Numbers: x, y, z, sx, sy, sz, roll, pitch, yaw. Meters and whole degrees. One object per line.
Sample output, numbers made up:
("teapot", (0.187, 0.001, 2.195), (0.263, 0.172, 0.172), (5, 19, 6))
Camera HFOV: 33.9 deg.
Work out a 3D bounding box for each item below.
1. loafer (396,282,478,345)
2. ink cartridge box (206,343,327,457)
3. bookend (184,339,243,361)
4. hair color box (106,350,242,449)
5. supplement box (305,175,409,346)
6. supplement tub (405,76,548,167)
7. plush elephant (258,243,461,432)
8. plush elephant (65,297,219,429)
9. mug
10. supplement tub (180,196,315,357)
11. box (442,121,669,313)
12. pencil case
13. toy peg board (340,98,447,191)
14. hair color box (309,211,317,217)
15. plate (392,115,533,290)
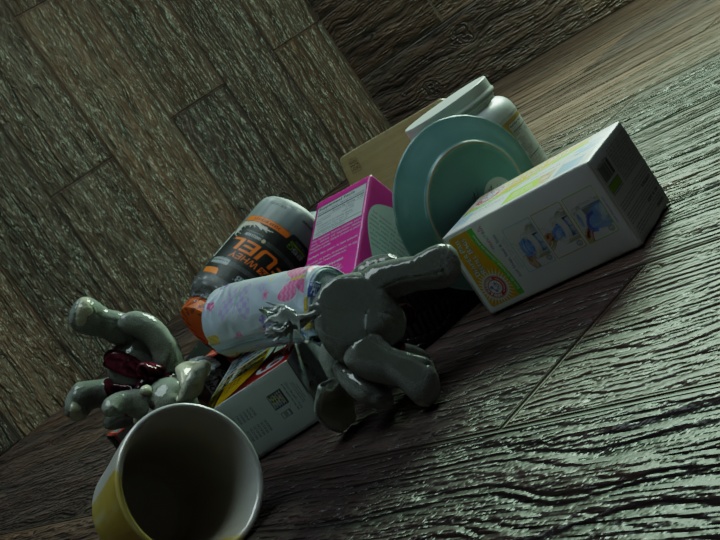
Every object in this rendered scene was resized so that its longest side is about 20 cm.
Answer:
("loafer", (0.085, 0.033, 1.377), (0.199, 0.073, 0.071), (-28, 1, -22))
("ink cartridge box", (-0.121, 0.153, 1.441), (0.175, 0.084, 0.200), (-34, 9, 12))
("bookend", (-0.158, 0.118, 1.759), (0.199, 0.092, 0.199), (-32, 9, 12))
("hair color box", (-0.224, 0.194, 1.566), (0.200, 0.102, 0.061), (-40, 10, -24))
("supplement box", (0.000, 0.000, 1.457), (0.103, 0.101, 0.201), (-24, 42, 39))
("supplement tub", (0.160, -0.128, 1.492), (0.144, 0.201, 0.144), (-34, 8, 6))
("plush elephant", (0.009, 0.076, 1.211), (0.198, 0.166, 0.155), (-1, -24, 12))
("plush elephant", (-0.258, 0.145, 1.426), (0.155, 0.198, 0.166), (-122, 44, -60))
("mug", (-0.207, 0.233, 1.161), (0.186, 0.150, 0.153), (-33, -2, -38))
("supplement tub", (-0.139, 0.010, 1.555), (0.200, 0.123, 0.122), (-53, 16, -26))
("box", (0.203, -0.053, 1.242), (0.199, 0.102, 0.112), (-28, 11, 39))
("pencil case", (-0.095, 0.050, 1.363), (0.199, 0.083, 0.091), (-9, 64, 43))
("toy peg board", (0.104, -0.121, 1.745), (0.199, 0.200, 0.098), (-27, -6, 32))
("hair color box", (0.020, -0.041, 1.671), (0.198, 0.100, 0.061), (-7, 15, 15))
("plate", (0.129, -0.078, 1.347), (0.200, 0.201, 0.026), (-38, 13, -22))
